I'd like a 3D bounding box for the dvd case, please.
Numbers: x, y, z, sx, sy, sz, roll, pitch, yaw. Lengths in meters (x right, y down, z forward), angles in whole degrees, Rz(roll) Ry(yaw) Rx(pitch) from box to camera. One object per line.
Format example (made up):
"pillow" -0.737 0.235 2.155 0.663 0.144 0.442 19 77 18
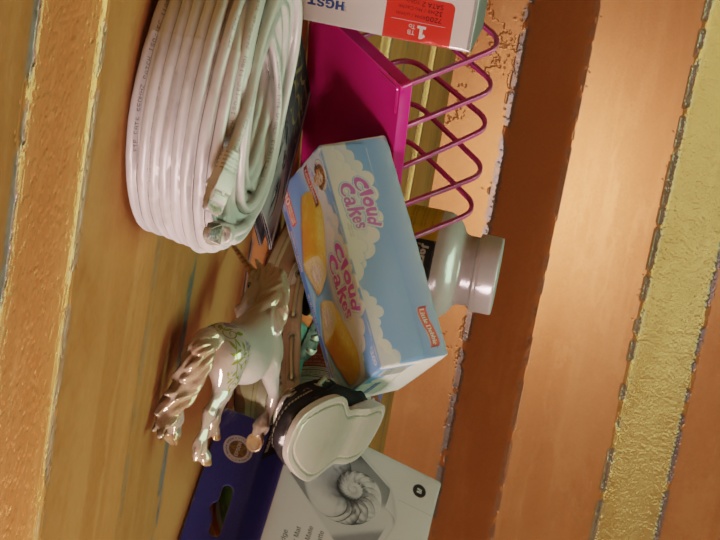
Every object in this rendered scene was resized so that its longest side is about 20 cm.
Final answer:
"dvd case" -0.069 -0.120 1.487 0.200 0.016 0.149 85 17 -71

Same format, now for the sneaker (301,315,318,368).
"sneaker" -0.040 0.023 1.710 0.071 0.080 0.201 10 92 -85

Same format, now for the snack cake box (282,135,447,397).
"snack cake box" 0.000 0.000 1.554 0.115 0.067 0.201 135 -58 -63

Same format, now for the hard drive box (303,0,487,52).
"hard drive box" 0.039 -0.298 1.491 0.077 0.155 0.201 -65 165 -64

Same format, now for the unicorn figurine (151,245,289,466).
"unicorn figurine" -0.092 0.066 1.342 0.200 0.074 0.138 -54 159 -82

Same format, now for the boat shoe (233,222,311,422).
"boat shoe" -0.063 0.045 1.627 0.073 0.062 0.201 86 16 -67

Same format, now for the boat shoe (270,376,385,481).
"boat shoe" -0.038 0.119 1.447 0.074 0.060 0.200 -66 163 9

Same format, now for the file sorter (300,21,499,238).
"file sorter" 0.037 -0.142 1.631 0.125 0.139 0.201 -23 140 -27

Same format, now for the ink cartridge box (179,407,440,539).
"ink cartridge box" -0.044 0.221 1.496 0.041 0.199 0.200 -53 -163 50

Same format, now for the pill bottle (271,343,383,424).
"pill bottle" -0.046 0.152 1.764 0.200 0.112 0.113 -69 169 -56

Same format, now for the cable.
"cable" -0.085 -0.110 1.108 0.200 0.069 0.201 53 48 -83

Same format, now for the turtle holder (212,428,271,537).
"turtle holder" -0.045 0.215 1.616 0.132 0.185 0.141 -49 -122 54

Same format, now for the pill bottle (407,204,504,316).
"pill bottle" 0.043 -0.014 1.860 0.112 0.199 0.113 11 90 -84
